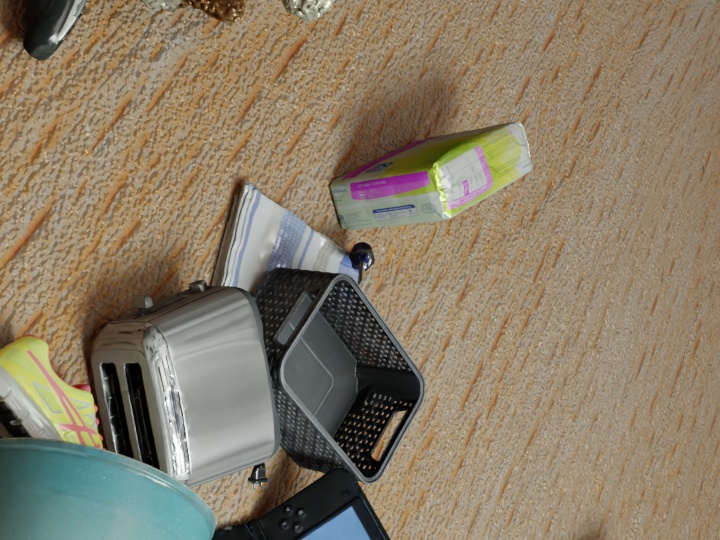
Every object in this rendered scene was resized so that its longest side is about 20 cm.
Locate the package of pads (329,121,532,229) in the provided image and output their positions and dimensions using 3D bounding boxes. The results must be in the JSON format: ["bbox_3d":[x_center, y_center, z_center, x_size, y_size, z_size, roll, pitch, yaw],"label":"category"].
[{"bbox_3d":[0.086,-0.109,1.311,0.200,0.154,0.068,-31,109,-48],"label":"package of pads"}]

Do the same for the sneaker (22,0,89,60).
[{"bbox_3d":[-0.271,-0.275,0.985,0.087,0.076,0.201,24,63,-30],"label":"sneaker"}]

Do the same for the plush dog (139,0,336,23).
[{"bbox_3d":[-0.134,-0.290,1.038,0.172,0.200,0.161,-38,130,-32],"label":"plush dog"}]

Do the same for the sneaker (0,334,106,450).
[{"bbox_3d":[-0.240,0.137,0.955,0.200,0.078,0.090,63,37,-26],"label":"sneaker"}]

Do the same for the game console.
[{"bbox_3d":[-0.052,0.295,1.062,0.200,0.170,0.118,57,5,26],"label":"game console"}]

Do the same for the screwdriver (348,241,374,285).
[{"bbox_3d":[0.000,0.000,1.177,0.200,0.028,0.029,-83,-173,-75],"label":"screwdriver"}]

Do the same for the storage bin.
[{"bbox_3d":[-0.036,0.106,1.169,0.135,0.094,0.200,-58,133,-28],"label":"storage bin"}]

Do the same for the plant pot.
[{"bbox_3d":[-0.223,0.252,0.840,0.200,0.200,0.188,43,45,-38],"label":"plant pot"}]

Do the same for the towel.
[{"bbox_3d":[-0.073,0.014,1.209,0.200,0.024,0.147,34,61,-43],"label":"towel"}]

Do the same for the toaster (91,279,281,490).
[{"bbox_3d":[-0.155,0.114,1.032,0.129,0.113,0.201,-16,100,-46],"label":"toaster"}]
